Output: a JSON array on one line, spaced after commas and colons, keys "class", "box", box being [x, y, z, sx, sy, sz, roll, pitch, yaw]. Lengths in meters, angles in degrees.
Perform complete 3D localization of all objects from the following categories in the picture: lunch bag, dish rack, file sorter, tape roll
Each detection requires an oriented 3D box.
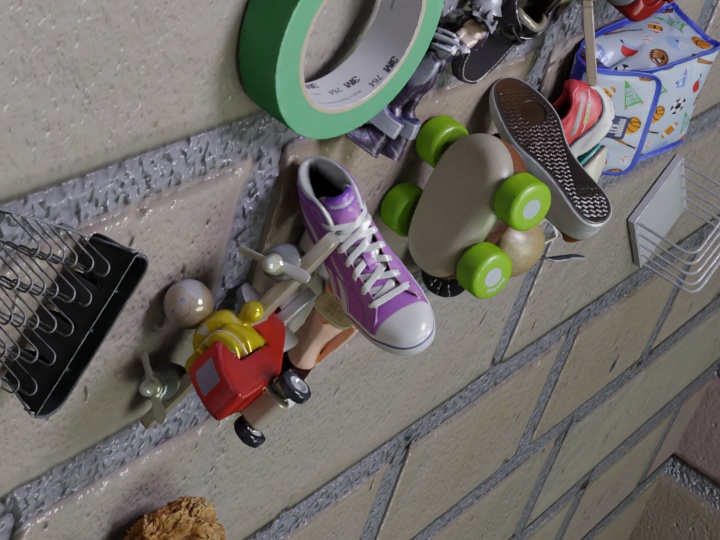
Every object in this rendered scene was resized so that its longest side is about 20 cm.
[{"class": "lunch bag", "box": [0.330, -0.216, 1.807, 0.200, 0.124, 0.170, -20, 142, -29]}, {"class": "dish rack", "box": [-0.257, 0.027, 1.066, 0.154, 0.054, 0.200, -58, 156, 4]}, {"class": "file sorter", "box": [0.533, -0.067, 2.386, 0.139, 0.124, 0.200, -51, 157, -8]}, {"class": "tape roll", "box": [-0.012, -0.208, 1.213, 0.200, 0.048, 0.201, -35, 146, -28]}]

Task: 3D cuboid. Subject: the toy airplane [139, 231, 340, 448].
[{"class": "toy airplane", "box": [-0.114, 0.053, 1.307, 0.200, 0.141, 0.199, -56, -164, -24]}]

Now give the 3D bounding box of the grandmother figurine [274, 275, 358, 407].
[{"class": "grandmother figurine", "box": [-0.055, 0.082, 1.466, 0.121, 0.061, 0.200, -52, 178, -39]}]

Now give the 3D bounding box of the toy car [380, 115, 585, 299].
[{"class": "toy car", "box": [0.154, -0.054, 1.548, 0.200, 0.164, 0.158, 14, 110, -45]}]

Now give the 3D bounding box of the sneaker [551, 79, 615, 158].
[{"class": "sneaker", "box": [0.211, -0.150, 1.733, 0.085, 0.077, 0.200, 29, 115, -26]}]

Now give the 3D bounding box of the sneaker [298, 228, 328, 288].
[{"class": "sneaker", "box": [0.000, 0.000, 1.484, 0.075, 0.088, 0.200, -50, 156, -9]}]

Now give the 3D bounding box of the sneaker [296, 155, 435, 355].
[{"class": "sneaker", "box": [-0.003, -0.017, 1.322, 0.073, 0.201, 0.114, -33, 157, -9]}]

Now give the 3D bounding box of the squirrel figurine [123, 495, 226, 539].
[{"class": "squirrel figurine", "box": [-0.217, 0.311, 1.461, 0.187, 0.141, 0.201, 34, 76, -57]}]

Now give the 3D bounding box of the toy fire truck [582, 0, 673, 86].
[{"class": "toy fire truck", "box": [0.293, -0.311, 1.625, 0.200, 0.129, 0.176, -48, 159, 12]}]

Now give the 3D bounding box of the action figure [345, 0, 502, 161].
[{"class": "action figure", "box": [0.065, -0.194, 1.353, 0.200, 0.069, 0.130, -51, 176, 13]}]

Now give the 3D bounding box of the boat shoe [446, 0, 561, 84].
[{"class": "boat shoe", "box": [0.155, -0.258, 1.432, 0.072, 0.065, 0.200, 7, 129, -46]}]

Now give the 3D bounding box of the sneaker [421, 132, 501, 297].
[{"class": "sneaker", "box": [0.125, -0.070, 1.686, 0.200, 0.076, 0.088, -64, 180, 10]}]

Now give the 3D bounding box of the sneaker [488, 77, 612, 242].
[{"class": "sneaker", "box": [0.194, -0.116, 1.610, 0.073, 0.200, 0.085, -24, 167, -25]}]

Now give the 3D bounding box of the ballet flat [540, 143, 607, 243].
[{"class": "ballet flat", "box": [0.236, -0.077, 1.788, 0.200, 0.070, 0.069, -36, 163, 21]}]
